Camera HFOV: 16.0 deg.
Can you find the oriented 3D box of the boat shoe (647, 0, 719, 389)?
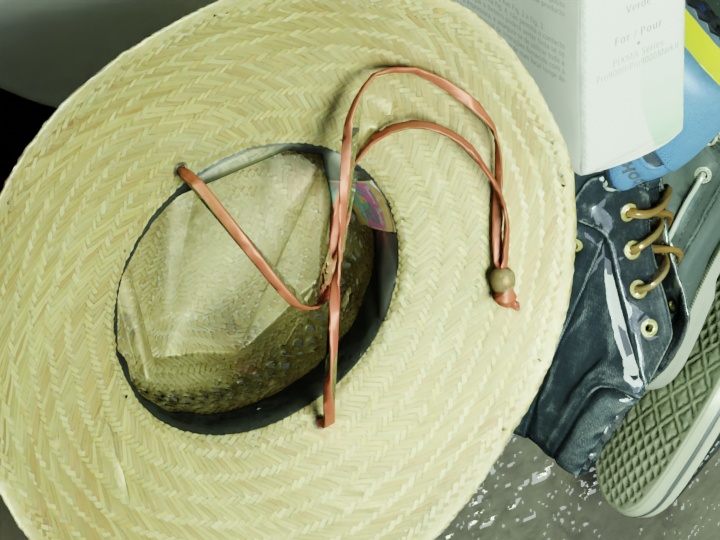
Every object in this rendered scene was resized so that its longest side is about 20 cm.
[{"bbox_3d":[0.123,-0.040,1.067,0.062,0.073,0.201,0,117,-33],"label":"boat shoe"}]

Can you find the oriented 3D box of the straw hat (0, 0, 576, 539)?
[{"bbox_3d":[-0.038,0.002,0.770,0.201,0.085,0.202,-8,108,-27],"label":"straw hat"}]

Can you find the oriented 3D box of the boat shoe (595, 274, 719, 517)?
[{"bbox_3d":[0.172,0.024,1.127,0.062,0.075,0.200,31,88,-32],"label":"boat shoe"}]

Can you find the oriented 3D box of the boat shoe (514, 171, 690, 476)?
[{"bbox_3d":[0.103,-0.015,1.023,0.201,0.091,0.071,-62,166,27],"label":"boat shoe"}]

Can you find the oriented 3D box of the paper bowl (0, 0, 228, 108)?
[{"bbox_3d":[-0.081,-0.123,0.777,0.201,0.200,0.105,45,52,-38],"label":"paper bowl"}]

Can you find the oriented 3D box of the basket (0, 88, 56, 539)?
[{"bbox_3d":[-0.133,0.035,0.890,0.136,0.181,0.200,-1,123,-2],"label":"basket"}]

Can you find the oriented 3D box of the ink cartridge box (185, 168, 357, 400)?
[{"bbox_3d":[0.000,0.000,0.919,0.084,0.200,0.146,23,100,-3],"label":"ink cartridge box"}]

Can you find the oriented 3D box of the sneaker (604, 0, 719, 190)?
[{"bbox_3d":[0.059,-0.119,0.944,0.078,0.200,0.066,-40,173,17],"label":"sneaker"}]

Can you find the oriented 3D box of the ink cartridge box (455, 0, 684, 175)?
[{"bbox_3d":[0.035,-0.150,0.815,0.050,0.161,0.200,-25,132,-27],"label":"ink cartridge box"}]
